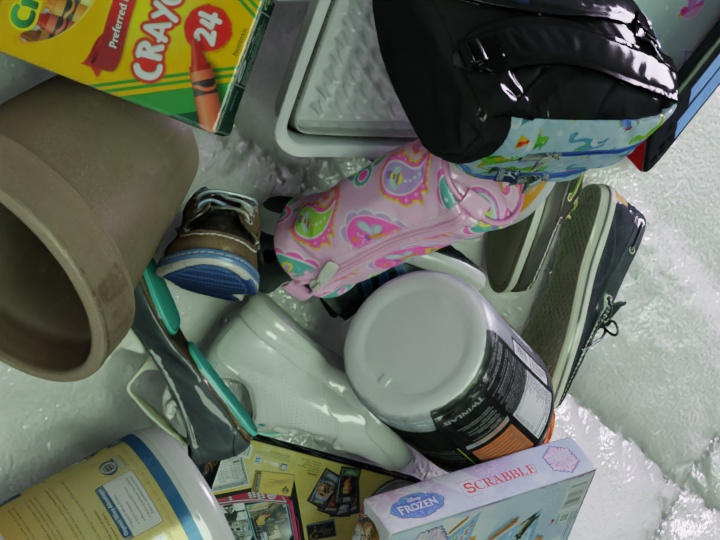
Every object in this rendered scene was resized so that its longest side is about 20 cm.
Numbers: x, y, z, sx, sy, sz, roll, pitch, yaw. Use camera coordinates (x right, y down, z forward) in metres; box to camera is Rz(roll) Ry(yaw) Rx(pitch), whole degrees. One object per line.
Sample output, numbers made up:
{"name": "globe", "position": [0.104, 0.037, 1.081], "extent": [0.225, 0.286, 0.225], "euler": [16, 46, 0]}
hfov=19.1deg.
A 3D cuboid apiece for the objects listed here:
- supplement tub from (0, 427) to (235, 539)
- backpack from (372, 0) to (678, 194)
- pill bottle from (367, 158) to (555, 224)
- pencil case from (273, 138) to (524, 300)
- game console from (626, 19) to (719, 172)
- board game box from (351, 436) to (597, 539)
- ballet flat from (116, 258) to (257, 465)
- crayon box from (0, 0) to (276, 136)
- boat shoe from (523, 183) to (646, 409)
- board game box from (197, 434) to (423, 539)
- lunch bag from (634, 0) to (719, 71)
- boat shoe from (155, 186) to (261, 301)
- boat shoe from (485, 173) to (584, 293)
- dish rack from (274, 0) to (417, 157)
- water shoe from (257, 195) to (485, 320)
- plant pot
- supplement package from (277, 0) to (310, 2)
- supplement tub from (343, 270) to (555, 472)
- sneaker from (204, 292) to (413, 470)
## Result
{"name": "supplement tub", "position": [-0.200, 0.217, 1.543], "extent": [0.200, 0.145, 0.145], "euler": [-28, 113, -18]}
{"name": "backpack", "position": [0.117, -0.133, 1.436], "extent": [0.199, 0.163, 0.154], "euler": [-9, 150, -26]}
{"name": "pill bottle", "position": [0.054, -0.121, 1.642], "extent": [0.200, 0.112, 0.112], "euler": [28, 86, -31]}
{"name": "pencil case", "position": [0.023, -0.039, 1.525], "extent": [0.087, 0.200, 0.088], "euler": [20, 60, -38]}
{"name": "game console", "position": [0.287, -0.171, 1.735], "extent": [0.031, 0.177, 0.200], "euler": [38, 88, 5]}
{"name": "board game box", "position": [0.072, 0.235, 1.683], "extent": [0.199, 0.041, 0.200], "euler": [-13, 136, -32]}
{"name": "ballet flat", "position": [-0.151, 0.058, 1.579], "extent": [0.073, 0.073, 0.200], "euler": [-33, 99, -20]}
{"name": "crayon box", "position": [-0.162, -0.182, 1.424], "extent": [0.199, 0.051, 0.127], "euler": [20, 93, 6]}
{"name": "boat shoe", "position": [0.186, 0.029, 1.777], "extent": [0.062, 0.075, 0.201], "euler": [21, 84, -26]}
{"name": "board game box", "position": [-0.050, 0.209, 1.699], "extent": [0.200, 0.035, 0.136], "euler": [19, 92, -32]}
{"name": "lunch bag", "position": [0.235, -0.265, 1.738], "extent": [0.160, 0.077, 0.200], "euler": [41, 79, -29]}
{"name": "boat shoe", "position": [-0.106, -0.022, 1.533], "extent": [0.072, 0.200, 0.073], "euler": [12, 86, -7]}
{"name": "boat shoe", "position": [0.153, -0.075, 1.734], "extent": [0.060, 0.072, 0.202], "euler": [13, 92, -28]}
{"name": "dish rack", "position": [0.038, -0.157, 1.504], "extent": [0.199, 0.044, 0.172], "euler": [-2, 132, -30]}
{"name": "water shoe", "position": [0.000, 0.000, 1.669], "extent": [0.200, 0.072, 0.079], "euler": [16, 103, -23]}
{"name": "plant pot", "position": [-0.203, -0.052, 1.475], "extent": [0.175, 0.200, 0.201], "euler": [-48, 121, -32]}
{"name": "supplement package", "position": [-0.018, -0.270, 1.542], "extent": [0.199, 0.152, 0.151], "euler": [-1, 102, -30]}
{"name": "supplement tub", "position": [0.076, 0.088, 1.663], "extent": [0.123, 0.122, 0.200], "euler": [-58, 150, -7]}
{"name": "sneaker", "position": [-0.045, 0.104, 1.669], "extent": [0.088, 0.075, 0.200], "euler": [-44, 119, 4]}
